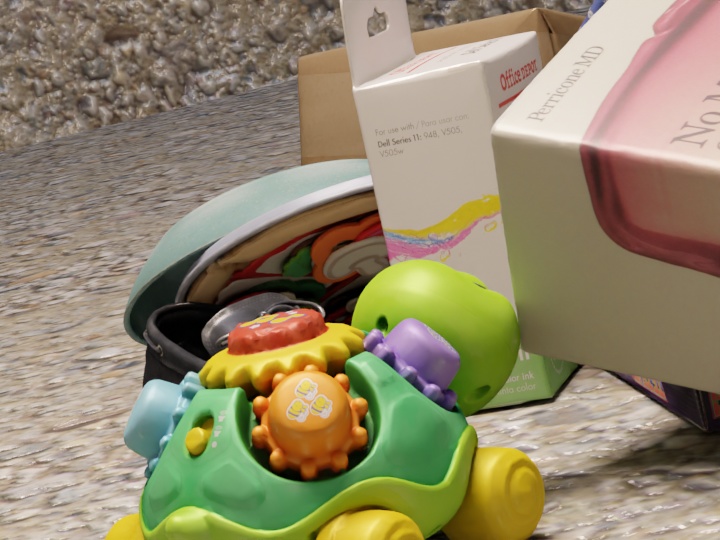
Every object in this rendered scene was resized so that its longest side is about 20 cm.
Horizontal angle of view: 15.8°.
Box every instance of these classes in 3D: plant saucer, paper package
[{"bbox_3d":[-0.037,-0.013,1.408,0.199,0.036,0.200,-16,-18,-5],"label":"plant saucer"},{"bbox_3d":[0.082,-0.107,1.777,0.199,0.104,0.190,-7,-4,32],"label":"paper package"}]

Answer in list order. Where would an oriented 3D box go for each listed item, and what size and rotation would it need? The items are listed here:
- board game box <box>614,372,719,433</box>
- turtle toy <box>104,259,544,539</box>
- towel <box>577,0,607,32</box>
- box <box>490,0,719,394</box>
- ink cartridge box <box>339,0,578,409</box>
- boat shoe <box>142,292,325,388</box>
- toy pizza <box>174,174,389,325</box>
[{"bbox_3d":[0.197,0.010,1.160,0.165,0.057,0.200,-16,10,-6],"label":"board game box"},{"bbox_3d":[-0.008,0.061,0.984,0.145,0.102,0.200,-5,12,39],"label":"turtle toy"},{"bbox_3d":[0.150,-0.131,1.431,0.024,0.200,0.145,37,33,15],"label":"towel"},{"bbox_3d":[0.169,-0.027,1.005,0.199,0.109,0.128,12,40,30],"label":"box"},{"bbox_3d":[0.053,-0.044,1.230,0.067,0.201,0.117,-10,10,18],"label":"ink cartridge box"},{"bbox_3d":[-0.047,0.045,1.270,0.074,0.063,0.200,-16,11,-33],"label":"boat shoe"},{"bbox_3d":[0.000,0.000,1.371,0.199,0.032,0.200,-16,-18,-6],"label":"toy pizza"}]
